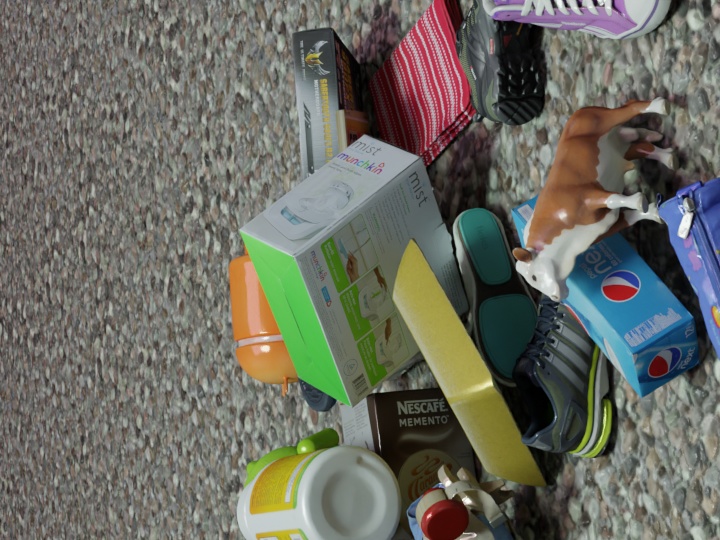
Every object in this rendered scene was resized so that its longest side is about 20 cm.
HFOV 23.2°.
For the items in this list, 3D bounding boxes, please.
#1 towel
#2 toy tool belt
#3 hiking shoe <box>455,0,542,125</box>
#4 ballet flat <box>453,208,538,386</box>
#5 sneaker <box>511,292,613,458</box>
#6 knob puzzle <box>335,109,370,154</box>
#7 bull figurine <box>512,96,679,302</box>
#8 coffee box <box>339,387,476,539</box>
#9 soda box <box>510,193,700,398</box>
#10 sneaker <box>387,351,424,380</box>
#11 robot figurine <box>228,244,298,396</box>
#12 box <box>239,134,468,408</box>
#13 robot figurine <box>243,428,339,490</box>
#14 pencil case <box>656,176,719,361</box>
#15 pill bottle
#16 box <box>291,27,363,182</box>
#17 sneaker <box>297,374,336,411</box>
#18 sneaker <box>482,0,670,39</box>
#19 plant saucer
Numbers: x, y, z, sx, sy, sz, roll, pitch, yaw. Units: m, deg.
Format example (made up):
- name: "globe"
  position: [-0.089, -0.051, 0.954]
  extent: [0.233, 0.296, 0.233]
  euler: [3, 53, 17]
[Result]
- name: "towel"
  position: [0.065, -0.190, 1.868]
  extent: [0.200, 0.022, 0.146]
  euler: [-46, 51, 54]
- name: "toy tool belt"
  position: [0.098, 0.253, 1.686]
  extent: [0.200, 0.124, 0.123]
  euler: [53, -175, -35]
- name: "hiking shoe"
  position: [0.123, -0.241, 1.698]
  extent: [0.100, 0.075, 0.202]
  euler: [7, 98, 58]
- name: "ballet flat"
  position: [0.133, 0.034, 1.721]
  extent: [0.070, 0.069, 0.201]
  euler: [-54, 41, 49]
- name: "sneaker"
  position: [0.180, 0.072, 1.602]
  extent: [0.074, 0.080, 0.202]
  euler: [-18, 75, 60]
- name: "knob puzzle"
  position: [0.010, -0.071, 1.881]
  extent: [0.220, 0.030, 0.222]
  euler: [-5, -90, -82]
- name: "bull figurine"
  position: [0.199, -0.066, 1.487]
  extent: [0.120, 0.065, 0.201]
  euler: [-7, 49, 30]
- name: "coffee box"
  position: [0.055, 0.227, 1.814]
  extent: [0.080, 0.113, 0.202]
  euler: [-25, 70, 60]
- name: "soda box"
  position: [0.211, 0.012, 1.520]
  extent: [0.200, 0.064, 0.068]
  euler: [55, 171, 40]
- name: "sneaker"
  position: [0.032, 0.080, 1.903]
  extent: [0.199, 0.080, 0.071]
  euler: [-14, 56, 42]
- name: "robot figurine"
  position: [-0.097, 0.048, 2.089]
  extent: [0.143, 0.116, 0.202]
  euler: [-11, 80, 40]
- name: "box"
  position: [0.000, 0.000, 1.750]
  extent: [0.096, 0.176, 0.201]
  euler: [25, 146, 45]
- name: "robot figurine"
  position: [-0.062, 0.274, 2.033]
  extent: [0.200, 0.115, 0.177]
  euler: [19, 110, 60]
- name: "pencil case"
  position: [0.296, 0.019, 1.378]
  extent: [0.078, 0.086, 0.202]
  euler: [-28, 65, 34]
- name: "pill bottle"
  position: [-0.050, 0.240, 1.775]
  extent: [0.200, 0.110, 0.112]
  euler: [-21, 73, 61]
- name: "box"
  position: [-0.030, -0.148, 1.924]
  extent: [0.158, 0.048, 0.202]
  euler: [37, -132, -76]
- name: "sneaker"
  position: [-0.024, 0.050, 1.877]
  extent: [0.066, 0.078, 0.202]
  euler: [-8, 81, 50]
- name: "sneaker"
  position: [0.181, -0.242, 1.551]
  extent: [0.200, 0.113, 0.073]
  euler: [5, 94, 60]
- name: "plant saucer"
  position: [0.096, 0.099, 1.679]
  extent: [0.201, 0.048, 0.200]
  euler: [62, -178, 40]
